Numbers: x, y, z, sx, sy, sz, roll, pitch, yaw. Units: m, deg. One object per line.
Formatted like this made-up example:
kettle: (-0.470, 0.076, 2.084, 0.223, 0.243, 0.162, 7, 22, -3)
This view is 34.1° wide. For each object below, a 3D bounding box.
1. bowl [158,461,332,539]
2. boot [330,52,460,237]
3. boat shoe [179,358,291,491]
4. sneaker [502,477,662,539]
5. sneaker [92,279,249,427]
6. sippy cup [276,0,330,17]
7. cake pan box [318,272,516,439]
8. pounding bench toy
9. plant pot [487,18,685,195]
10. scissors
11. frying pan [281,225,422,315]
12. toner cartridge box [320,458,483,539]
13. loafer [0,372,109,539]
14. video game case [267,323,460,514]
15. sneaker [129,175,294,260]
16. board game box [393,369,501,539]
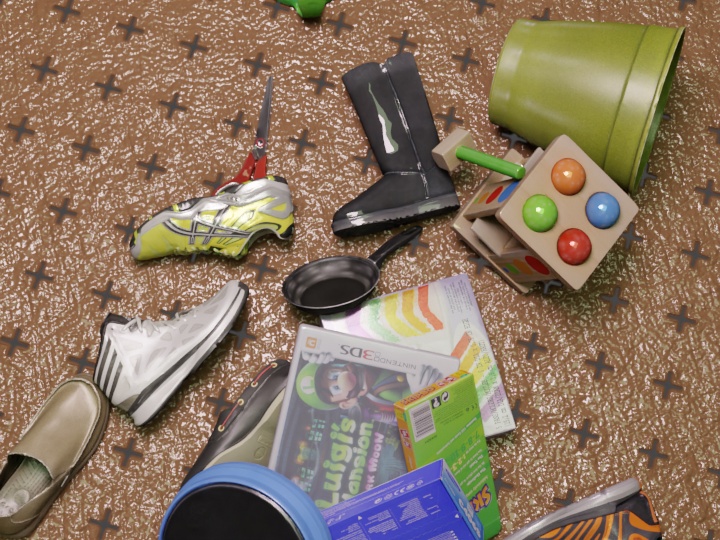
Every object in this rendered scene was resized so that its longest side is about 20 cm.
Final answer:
bowl: (-0.124, 0.303, 1.238, 0.200, 0.039, 0.201, 4, 102, 21)
boot: (0.018, -0.151, 1.405, 0.165, 0.066, 0.200, -13, 81, -19)
boat shoe: (-0.131, 0.188, 1.315, 0.201, 0.074, 0.063, -49, 48, -4)
sneaker: (0.244, 0.314, 1.289, 0.200, 0.078, 0.112, -22, 76, -8)
sneaker: (-0.223, 0.066, 1.322, 0.115, 0.076, 0.201, 42, 79, -7)
sippy cup: (-0.070, -0.413, 1.442, 0.140, 0.130, 0.178, -41, 81, -12)
cake pan box: (0.064, 0.122, 1.346, 0.184, 0.052, 0.200, -14, 77, -4)
pounding bench toy: (0.183, -0.086, 1.323, 0.200, 0.156, 0.124, 42, 76, -12)
plant pot: (0.260, -0.213, 1.387, 0.193, 0.200, 0.201, 18, 74, 15)
scissors: (-0.118, -0.141, 1.428, 0.073, 0.014, 0.200, 21, 74, 5)
frying pan: (-0.016, -0.001, 1.379, 0.115, 0.031, 0.190, 8, 34, 29)
toner cartridge box: (0.021, 0.283, 1.246, 0.200, 0.043, 0.095, -26, 107, 16)
loafer: (-0.344, 0.203, 1.294, 0.076, 0.067, 0.200, 25, 75, 4)
video game case: (0.000, 0.174, 1.279, 0.181, 0.023, 0.200, 13, 92, -7)
sneaker: (-0.171, -0.046, 1.361, 0.200, 0.075, 0.077, -20, 83, 3)
board game box: (0.098, 0.217, 1.277, 0.095, 0.030, 0.200, -23, 109, -29)
